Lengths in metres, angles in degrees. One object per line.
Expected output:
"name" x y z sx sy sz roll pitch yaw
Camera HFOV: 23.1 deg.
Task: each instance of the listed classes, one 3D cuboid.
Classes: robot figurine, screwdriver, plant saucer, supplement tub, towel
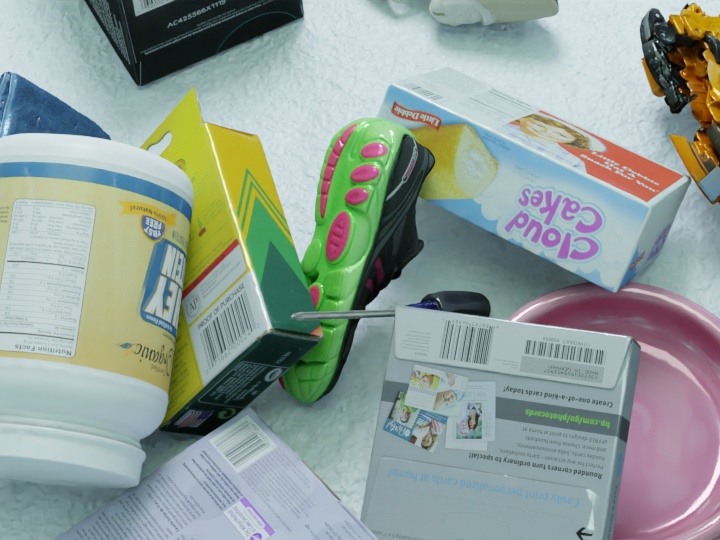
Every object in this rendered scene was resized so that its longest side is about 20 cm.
"robot figurine" 0.267 -0.106 1.255 0.144 0.058 0.201 1 53 -33
"screwdriver" 0.019 0.030 1.150 0.200 0.029 0.028 -5 55 -47
"plant saucer" 0.168 0.104 1.155 0.200 0.051 0.201 -1 59 2
"supplement tub" -0.186 0.028 1.111 0.144 0.145 0.201 5 76 5
"towel" -0.235 -0.032 1.219 0.111 0.048 0.201 31 54 -32

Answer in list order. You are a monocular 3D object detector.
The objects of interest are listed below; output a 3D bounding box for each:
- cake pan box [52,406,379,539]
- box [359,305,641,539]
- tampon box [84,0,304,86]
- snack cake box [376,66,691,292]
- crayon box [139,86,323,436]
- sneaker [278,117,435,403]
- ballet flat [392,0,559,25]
"cake pan box" -0.093 0.190 1.070 0.184 0.052 0.200 -33 41 -16
"box" 0.081 0.131 1.089 0.155 0.041 0.201 6 80 20
"tampon box" -0.154 -0.273 1.342 0.149 0.126 0.200 -26 62 -14
"snack cake box" 0.115 -0.067 1.217 0.199 0.067 0.115 27 20 17
"crayon box" -0.105 -0.007 1.186 0.051 0.127 0.201 11 49 -42
"sneaker" 0.000 0.000 1.169 0.084 0.201 0.077 9 19 -42
"ballet flat" 0.057 -0.225 1.353 0.200 0.070 0.070 32 65 21
